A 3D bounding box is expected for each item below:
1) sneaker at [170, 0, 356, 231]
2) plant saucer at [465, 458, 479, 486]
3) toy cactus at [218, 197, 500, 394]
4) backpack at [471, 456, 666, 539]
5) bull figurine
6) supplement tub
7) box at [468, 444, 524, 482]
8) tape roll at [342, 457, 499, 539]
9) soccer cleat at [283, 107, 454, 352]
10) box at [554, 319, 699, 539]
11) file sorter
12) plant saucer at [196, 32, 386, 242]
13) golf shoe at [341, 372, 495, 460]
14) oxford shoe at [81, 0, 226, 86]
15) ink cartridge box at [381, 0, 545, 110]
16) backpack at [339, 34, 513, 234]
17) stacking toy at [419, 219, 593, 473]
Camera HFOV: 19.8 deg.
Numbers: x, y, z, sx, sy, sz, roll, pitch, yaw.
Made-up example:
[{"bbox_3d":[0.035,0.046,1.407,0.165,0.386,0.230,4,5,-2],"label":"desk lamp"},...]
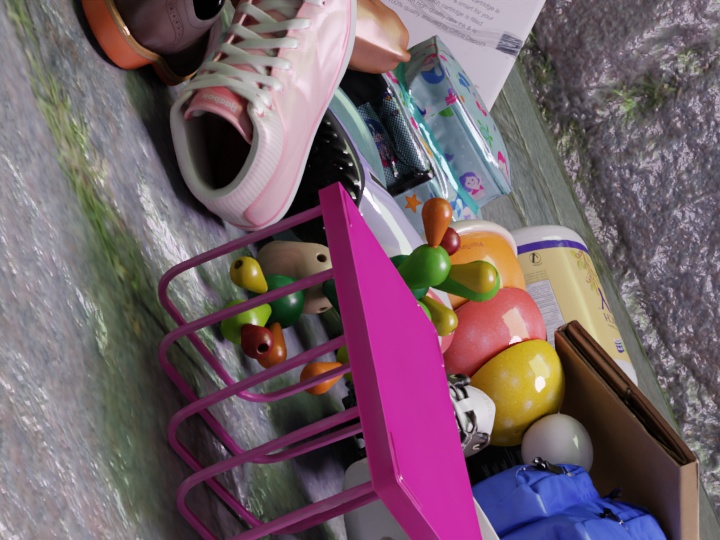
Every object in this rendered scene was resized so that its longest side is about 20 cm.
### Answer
[{"bbox_3d":[-0.060,-0.126,1.280,0.105,0.075,0.200,15,90,-72],"label":"sneaker"},{"bbox_3d":[0.074,0.184,1.536,0.200,0.034,0.200,60,13,-23],"label":"plant saucer"},{"bbox_3d":[-0.016,0.006,1.282,0.165,0.200,0.102,22,-53,54],"label":"toy cactus"},{"bbox_3d":[0.135,0.214,1.361,0.200,0.162,0.168,11,56,-61],"label":"backpack"},{"bbox_3d":[-0.051,-0.200,1.498,0.200,0.065,0.121,28,9,-40],"label":"bull figurine"},{"bbox_3d":[0.165,0.075,1.865,0.145,0.145,0.200,40,29,-64],"label":"supplement tub"},{"bbox_3d":[0.125,0.160,1.601,0.160,0.043,0.200,-98,166,-59],"label":"box"},{"bbox_3d":[0.049,0.196,1.181,0.203,0.037,0.203,56,-21,34],"label":"tape roll"},{"bbox_3d":[0.002,-0.028,1.383,0.200,0.068,0.073,62,29,-3],"label":"soccer cleat"},{"bbox_3d":[0.191,0.156,1.471,0.164,0.021,0.200,51,-23,45],"label":"box"},{"bbox_3d":[-0.025,0.088,1.073,0.139,0.125,0.200,56,17,-45],"label":"file sorter"},{"bbox_3d":[-0.034,-0.089,1.452,0.201,0.039,0.201,41,32,-33],"label":"plant saucer"},{"bbox_3d":[0.041,0.090,1.318,0.200,0.094,0.078,129,-55,-85],"label":"golf shoe"},{"bbox_3d":[-0.110,-0.163,1.306,0.071,0.072,0.200,65,12,-2],"label":"oxford shoe"},{"bbox_3d":[0.067,-0.214,1.759,0.145,0.200,0.084,26,17,-2],"label":"ink cartridge box"},{"bbox_3d":[0.040,-0.085,1.653,0.178,0.150,0.200,-82,150,-75],"label":"backpack"},{"bbox_3d":[0.093,0.075,1.455,0.200,0.146,0.146,54,4,31],"label":"stacking toy"}]
